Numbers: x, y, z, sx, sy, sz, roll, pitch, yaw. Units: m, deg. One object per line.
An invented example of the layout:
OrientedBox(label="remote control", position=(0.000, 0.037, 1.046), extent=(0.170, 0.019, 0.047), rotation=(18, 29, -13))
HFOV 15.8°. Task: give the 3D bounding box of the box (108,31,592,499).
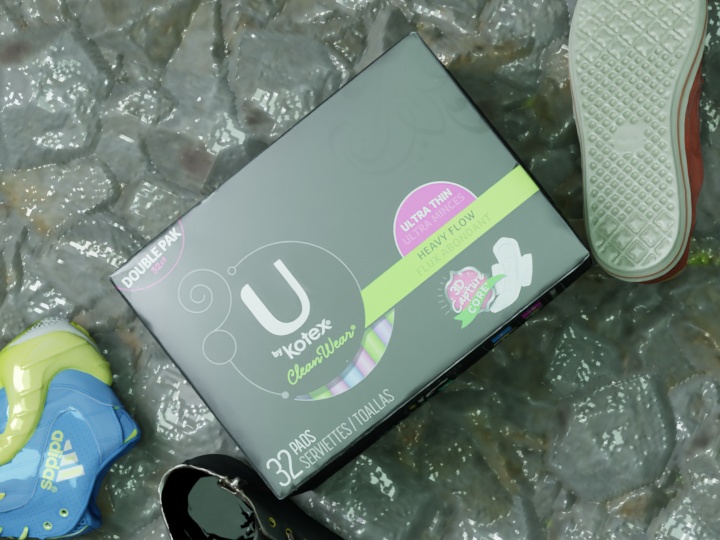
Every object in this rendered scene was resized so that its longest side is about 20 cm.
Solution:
OrientedBox(label="box", position=(0.000, 0.000, 1.341), extent=(0.200, 0.124, 0.149), rotation=(-39, 85, 3))

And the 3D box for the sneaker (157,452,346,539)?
OrientedBox(label="sneaker", position=(-0.028, 0.172, 1.342), extent=(0.200, 0.106, 0.075), rotation=(37, 91, 6))

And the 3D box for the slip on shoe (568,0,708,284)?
OrientedBox(label="slip on shoe", position=(0.149, -0.086, 1.367), extent=(0.074, 0.061, 0.200), rotation=(-3, 73, 17))

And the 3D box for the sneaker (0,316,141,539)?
OrientedBox(label="sneaker", position=(-0.201, 0.121, 1.377), extent=(0.200, 0.076, 0.105), rotation=(-43, 85, 1))
